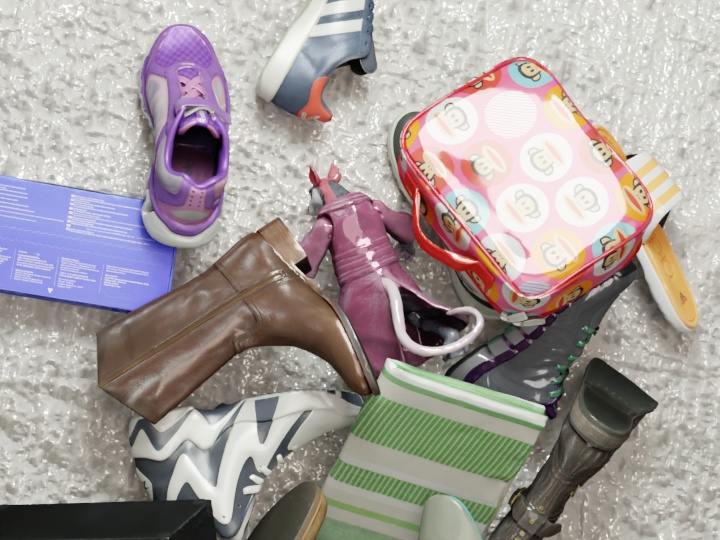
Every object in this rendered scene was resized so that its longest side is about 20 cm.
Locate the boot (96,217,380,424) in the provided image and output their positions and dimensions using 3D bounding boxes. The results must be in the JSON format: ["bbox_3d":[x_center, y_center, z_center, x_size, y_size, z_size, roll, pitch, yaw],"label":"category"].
[{"bbox_3d":[-0.104,0.077,1.609,0.199,0.064,0.187,-33,62,-5],"label":"boot"}]

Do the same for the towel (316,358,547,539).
[{"bbox_3d":[0.054,0.169,1.663,0.151,0.023,0.201,17,125,-10],"label":"towel"}]

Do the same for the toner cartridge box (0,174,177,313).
[{"bbox_3d":[-0.254,-0.022,1.662,0.198,0.043,0.096,10,82,-12],"label":"toner cartridge box"}]

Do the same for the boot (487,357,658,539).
[{"bbox_3d":[0.172,0.172,1.714,0.069,0.200,0.175,36,110,11],"label":"boot"}]

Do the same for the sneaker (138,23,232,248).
[{"bbox_3d":[-0.140,-0.124,1.654,0.080,0.089,0.202,3,64,-14],"label":"sneaker"}]

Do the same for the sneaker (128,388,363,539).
[{"bbox_3d":[-0.089,0.171,1.666,0.197,0.079,0.131,-8,88,-13],"label":"sneaker"}]

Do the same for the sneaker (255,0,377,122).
[{"bbox_3d":[-0.009,-0.219,1.722,0.084,0.075,0.201,31,89,-7],"label":"sneaker"}]

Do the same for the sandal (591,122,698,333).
[{"bbox_3d":[0.266,-0.047,1.761,0.059,0.079,0.208,-24,100,27],"label":"sandal"}]

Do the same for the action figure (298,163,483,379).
[{"bbox_3d":[0.000,0.000,1.663,0.133,0.149,0.201,-24,85,-13],"label":"action figure"}]

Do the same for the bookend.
[{"bbox_3d":[-0.211,0.295,1.598,0.197,0.092,0.202,-4,101,19],"label":"bookend"}]

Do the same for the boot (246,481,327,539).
[{"bbox_3d":[-0.069,0.275,1.670,0.075,0.074,0.201,26,91,-22],"label":"boot"}]

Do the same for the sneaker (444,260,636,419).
[{"bbox_3d":[0.169,0.071,1.708,0.199,0.074,0.088,-37,82,17],"label":"sneaker"}]

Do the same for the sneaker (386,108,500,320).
[{"bbox_3d":[0.093,-0.055,1.722,0.075,0.088,0.201,-29,91,-12],"label":"sneaker"}]

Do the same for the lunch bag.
[{"bbox_3d":[0.124,-0.061,1.643,0.175,0.082,0.201,-31,72,-15],"label":"lunch bag"}]

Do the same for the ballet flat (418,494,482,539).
[{"bbox_3d":[0.075,0.287,1.648,0.064,0.067,0.202,-28,114,-47],"label":"ballet flat"}]
